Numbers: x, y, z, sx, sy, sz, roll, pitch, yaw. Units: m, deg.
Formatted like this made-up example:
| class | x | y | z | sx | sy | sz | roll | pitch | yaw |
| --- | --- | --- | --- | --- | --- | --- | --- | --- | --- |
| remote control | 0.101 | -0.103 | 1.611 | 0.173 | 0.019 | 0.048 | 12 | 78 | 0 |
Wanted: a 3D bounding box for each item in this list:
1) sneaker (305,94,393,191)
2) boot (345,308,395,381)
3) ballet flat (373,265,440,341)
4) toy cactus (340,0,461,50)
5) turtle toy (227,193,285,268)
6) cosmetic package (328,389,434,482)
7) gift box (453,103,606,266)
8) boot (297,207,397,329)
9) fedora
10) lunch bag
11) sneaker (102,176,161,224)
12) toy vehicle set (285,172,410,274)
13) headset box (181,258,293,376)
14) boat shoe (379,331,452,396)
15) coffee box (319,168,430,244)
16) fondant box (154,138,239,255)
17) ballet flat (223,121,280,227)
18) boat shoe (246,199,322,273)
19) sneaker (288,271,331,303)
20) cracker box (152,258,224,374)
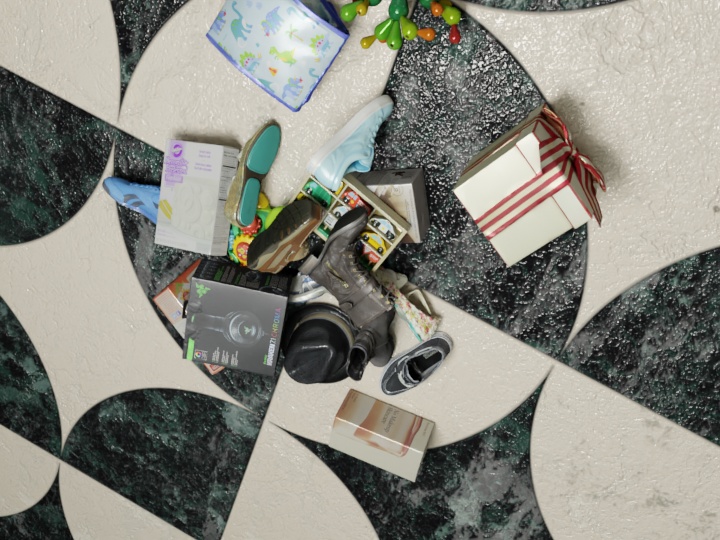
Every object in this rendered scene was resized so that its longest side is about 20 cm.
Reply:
| class | x | y | z | sx | sy | sz | roll | pitch | yaw |
| --- | --- | --- | --- | --- | --- | --- | --- | --- | --- |
| sneaker | -0.001 | -0.210 | 1.333 | 0.082 | 0.200 | 0.074 | 44 | 165 | 1 |
| boot | 0.011 | 0.160 | 1.511 | 0.068 | 0.133 | 0.202 | 19 | 145 | 18 |
| ballet flat | 0.079 | 0.048 | 1.503 | 0.064 | 0.076 | 0.201 | -41 | 102 | 1 |
| toy cactus | 0.069 | -0.436 | 1.250 | 0.195 | 0.102 | 0.170 | 8 | 100 | 20 |
| turtle toy | -0.190 | -0.066 | 1.520 | 0.198 | 0.101 | 0.147 | -30 | 103 | 31 |
| cosmetic package | 0.044 | 0.342 | 1.637 | 0.196 | 0.104 | 0.089 | 20 | 123 | 9 |
| gift box | 0.278 | -0.132 | 1.250 | 0.185 | 0.201 | 0.185 | -34 | 106 | 30 |
| boot | 0.000 | 0.000 | 1.382 | 0.173 | 0.070 | 0.200 | 41 | 128 | -9 |
| fedora | -0.091 | 0.170 | 1.606 | 0.196 | 0.092 | 0.205 | 9 | 119 | 17 |
| lunch bag | -0.129 | -0.395 | 1.314 | 0.200 | 0.127 | 0.171 | 45 | 123 | 6 |
| sneaker | -0.430 | -0.152 | 1.599 | 0.197 | 0.066 | 0.080 | 30 | 111 | 4 |
| toy vehicle set | -0.023 | -0.096 | 1.387 | 0.199 | 0.027 | 0.125 | 39 | 124 | -1 |
| headset box | -0.241 | 0.088 | 1.501 | 0.195 | 0.093 | 0.178 | 12 | 113 | -3 |
| boat shoe | 0.103 | 0.200 | 1.560 | 0.072 | 0.068 | 0.199 | 47 | 123 | -7 |
| coffee box | 0.019 | -0.115 | 1.425 | 0.195 | 0.080 | 0.116 | -1 | 117 | 22 |
| fondant box | -0.314 | -0.141 | 1.501 | 0.141 | 0.058 | 0.205 | 10 | 94 | 27 |
| ballet flat | -0.208 | -0.182 | 1.460 | 0.069 | 0.071 | 0.205 | 17 | 90 | 12 |
| boat shoe | -0.127 | -0.057 | 1.409 | 0.073 | 0.077 | 0.199 | 25 | 140 | -31 |
| sneaker | -0.086 | 0.007 | 1.543 | 0.195 | 0.077 | 0.087 | -11 | 102 | 18 |
| cracker box | -0.322 | 0.095 | 1.635 | 0.057 | 0.134 | 0.202 | -30 | 102 | 31 |
